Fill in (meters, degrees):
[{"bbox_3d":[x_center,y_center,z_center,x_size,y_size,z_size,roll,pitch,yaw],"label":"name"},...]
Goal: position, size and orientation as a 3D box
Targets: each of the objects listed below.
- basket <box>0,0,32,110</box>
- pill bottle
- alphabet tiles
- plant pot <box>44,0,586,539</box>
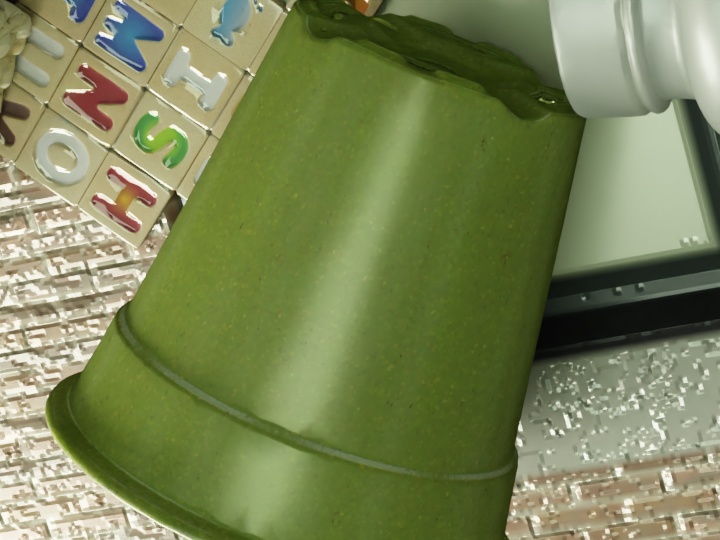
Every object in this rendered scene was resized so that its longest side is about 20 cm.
[{"bbox_3d":[-0.263,-0.040,1.076,0.160,0.200,0.199,28,118,6],"label":"basket"},{"bbox_3d":[0.175,-0.106,0.959,0.199,0.120,0.120,-3,110,18],"label":"pill bottle"},{"bbox_3d":[-0.088,-0.112,1.102,0.167,0.008,0.200,34,117,1],"label":"alphabet tiles"},{"bbox_3d":[0.000,0.000,1.037,0.199,0.200,0.191,22,103,8],"label":"plant pot"}]
